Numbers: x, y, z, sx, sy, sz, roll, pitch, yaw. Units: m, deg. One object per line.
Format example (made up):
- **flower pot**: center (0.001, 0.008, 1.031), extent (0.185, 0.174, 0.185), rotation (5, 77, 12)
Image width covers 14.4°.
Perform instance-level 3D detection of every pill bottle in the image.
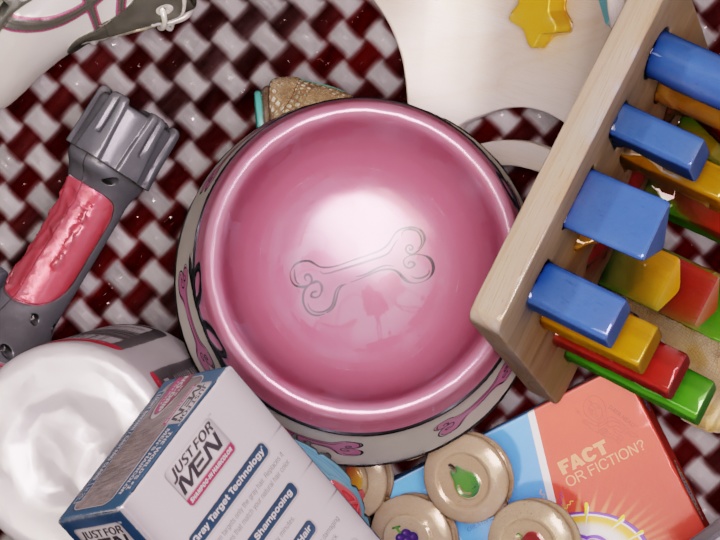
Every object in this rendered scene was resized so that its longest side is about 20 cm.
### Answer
- **pill bottle**: center (-0.133, 0.086, 1.521), extent (0.110, 0.200, 0.112), rotation (0, 93, 9)

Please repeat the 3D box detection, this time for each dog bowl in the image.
- **dog bowl**: center (0.000, 0.000, 1.495), extent (0.199, 0.074, 0.202), rotation (0, 80, -2)

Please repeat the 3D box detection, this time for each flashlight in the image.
- **flashlight**: center (-0.175, -0.006, 1.569), extent (0.068, 0.068, 0.201), rotation (31, 89, -26)

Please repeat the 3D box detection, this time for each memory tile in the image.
- **memory tile**: center (0.014, 0.164, 1.561), extent (0.153, 0.017, 0.200), rotation (45, 115, 10)

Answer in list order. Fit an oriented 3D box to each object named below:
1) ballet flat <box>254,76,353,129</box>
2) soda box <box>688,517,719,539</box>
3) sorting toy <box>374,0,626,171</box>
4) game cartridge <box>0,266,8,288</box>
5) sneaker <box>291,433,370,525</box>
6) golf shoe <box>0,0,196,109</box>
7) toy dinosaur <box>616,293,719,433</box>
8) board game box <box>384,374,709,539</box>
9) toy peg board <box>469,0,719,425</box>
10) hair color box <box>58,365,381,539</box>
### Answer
- **ballet flat**: center (-0.021, -0.007, 1.569), extent (0.065, 0.071, 0.202), rotation (-3, 95, -1)
- **soda box**: center (0.254, 0.129, 1.492), extent (0.199, 0.063, 0.069), rotation (-31, 88, -21)
- **sorting toy**: center (0.086, -0.131, 1.527), extent (0.199, 0.107, 0.181), rotation (16, 112, 39)
- **game cartridge**: center (-0.293, 0.056, 1.627), extent (0.133, 0.041, 0.201), rotation (36, 97, 9)
- **sneaker**: center (-0.029, 0.176, 1.484), extent (0.079, 0.096, 0.201), rotation (-18, 109, 26)
- **golf shoe**: center (-0.142, -0.153, 1.576), extent (0.088, 0.077, 0.200), rotation (42, 98, -3)
- **toy dinosaur**: center (0.198, 0.034, 1.543), extent (0.200, 0.058, 0.101), rotation (41, 99, 4)
- **board game box**: center (0.124, 0.172, 1.568), extent (0.152, 0.040, 0.201), rotation (-28, 89, 9)
- **toy peg board**: center (0.157, -0.025, 1.449), extent (0.097, 0.199, 0.201), rotation (25, 83, 17)
- **hair color box**: center (-0.045, 0.154, 1.405), extent (0.200, 0.060, 0.100), rotation (51, 55, -20)
